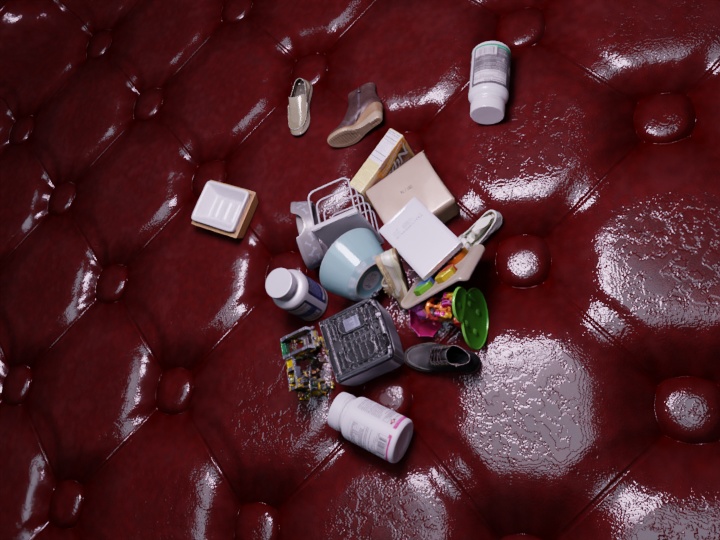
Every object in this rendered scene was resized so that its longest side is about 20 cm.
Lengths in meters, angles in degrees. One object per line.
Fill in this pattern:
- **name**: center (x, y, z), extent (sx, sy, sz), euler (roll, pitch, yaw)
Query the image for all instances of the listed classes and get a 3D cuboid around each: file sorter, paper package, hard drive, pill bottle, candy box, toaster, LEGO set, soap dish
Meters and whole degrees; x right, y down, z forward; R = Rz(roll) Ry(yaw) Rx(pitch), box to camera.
- **file sorter**: center (-0.042, -0.143, 1.653), extent (0.137, 0.200, 0.126), euler (-21, 61, 16)
- **paper package**: center (0.146, -0.189, 1.638), extent (0.199, 0.103, 0.192), euler (-34, 62, 9)
- **hard drive**: center (0.151, -0.083, 1.512), extent (0.132, 0.025, 0.200), euler (-43, 54, 3)
- **pill bottle**: center (0.359, -0.521, 1.652), extent (0.112, 0.113, 0.203), euler (1, 73, 24)
- **pill bottle**: center (0.023, 0.388, 1.487), extent (0.198, 0.113, 0.115), euler (20, 81, 28)
- **candy box**: center (0.063, -0.290, 1.701), extent (0.055, 0.115, 0.201), euler (35, 89, 28)
- **toaster**: center (0.010, 0.183, 1.560), extent (0.198, 0.119, 0.183), euler (-27, 64, 13)
- **LEGO set**: center (-0.123, 0.237, 1.581), extent (0.115, 0.153, 0.202), euler (-27, 55, 32)
- **soap dish**: center (-0.433, -0.193, 1.907), extent (0.198, 0.081, 0.159), euler (17, 80, 27)
- **pill bottle**: center (-0.178, 0.063, 1.638), extent (0.110, 0.200, 0.113), euler (-8, 69, 21)

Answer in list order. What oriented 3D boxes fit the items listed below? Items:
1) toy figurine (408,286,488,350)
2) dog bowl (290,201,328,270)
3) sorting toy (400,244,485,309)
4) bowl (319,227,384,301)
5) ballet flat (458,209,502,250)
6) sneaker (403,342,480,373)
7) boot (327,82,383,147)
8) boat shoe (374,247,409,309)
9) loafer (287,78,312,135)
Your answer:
- **toy figurine**: center (0.196, 0.113, 1.479), extent (0.182, 0.200, 0.152), euler (-5, 62, 35)
- **dog bowl**: center (-0.141, -0.104, 1.689), extent (0.058, 0.200, 0.203), euler (-15, 66, 4)
- **sorting toy**: center (0.203, 0.009, 1.483), extent (0.199, 0.185, 0.037), euler (-28, 102, 36)
- **bowl**: center (0.000, 0.000, 1.574), extent (0.201, 0.201, 0.105), euler (-51, 53, 0)
- **ballet flat**: center (0.292, -0.085, 1.559), extent (0.200, 0.069, 0.069), euler (-46, 61, 3)
- **sneaker**: center (0.191, 0.209, 1.477), extent (0.197, 0.106, 0.076), euler (0, 72, 24)
- **boot**: center (-0.023, -0.483, 1.848), extent (0.198, 0.072, 0.168), euler (-24, 52, 16)
- **boat shoe**: center (0.086, 0.026, 1.541), extent (0.065, 0.202, 0.074), euler (-13, 38, 9)
- **loafer**: center (-0.204, -0.537, 1.931), extent (0.075, 0.068, 0.203), euler (-4, 71, 22)
